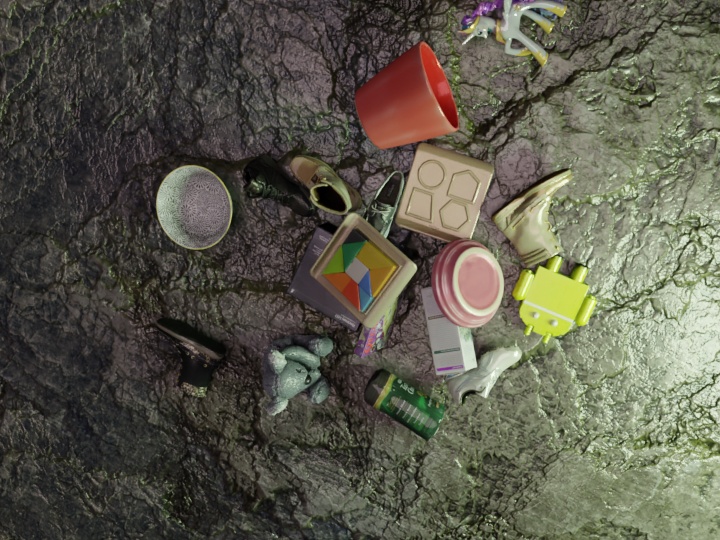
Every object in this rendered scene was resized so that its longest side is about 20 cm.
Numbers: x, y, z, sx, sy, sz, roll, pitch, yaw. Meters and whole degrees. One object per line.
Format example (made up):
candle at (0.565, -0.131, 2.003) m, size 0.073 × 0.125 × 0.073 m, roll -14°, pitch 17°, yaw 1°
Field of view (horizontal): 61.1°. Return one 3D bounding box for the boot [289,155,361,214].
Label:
boot at (-0.095, -0.199, 1.409) m, size 0.199 × 0.155 × 0.072 m, roll 36°, pitch 106°, yaw 3°

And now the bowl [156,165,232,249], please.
bowl at (-0.393, -0.159, 1.513) m, size 0.198 × 0.094 × 0.203 m, roll 2°, pitch 101°, yaw 12°

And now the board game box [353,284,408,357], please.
board game box at (0.053, 0.102, 1.446) m, size 0.032 × 0.120 × 0.202 m, roll 30°, pitch 112°, yaw 29°

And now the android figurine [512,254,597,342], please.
android figurine at (0.442, 0.067, 1.406) m, size 0.181 × 0.041 × 0.202 m, roll 24°, pitch 103°, yaw 7°

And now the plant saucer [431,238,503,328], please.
plant saucer at (0.250, 0.027, 1.368) m, size 0.051 × 0.199 × 0.202 m, roll -11°, pitch 102°, yaw 58°

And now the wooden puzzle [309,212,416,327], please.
wooden puzzle at (0.000, 0.000, 1.363) m, size 0.200 × 0.037 × 0.186 m, roll 40°, pitch 108°, yaw 13°

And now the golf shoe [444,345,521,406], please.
golf shoe at (0.298, 0.251, 1.434) m, size 0.199 × 0.098 × 0.078 m, roll -33°, pitch 137°, yaw 21°

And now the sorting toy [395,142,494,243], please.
sorting toy at (0.193, -0.175, 1.418) m, size 0.183 × 0.036 × 0.202 m, roll 19°, pitch 100°, yaw 8°

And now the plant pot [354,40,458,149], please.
plant pot at (0.096, -0.363, 1.328) m, size 0.176 × 0.200 × 0.202 m, roll -20°, pitch 96°, yaw 24°

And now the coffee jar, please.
coffee jar at (0.105, 0.323, 1.494) m, size 0.199 × 0.104 × 0.086 m, roll 30°, pitch 103°, yaw 4°

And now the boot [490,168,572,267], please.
boot at (0.412, -0.116, 1.358) m, size 0.199 × 0.073 × 0.156 m, roll -36°, pitch 91°, yaw 18°

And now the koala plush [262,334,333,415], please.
koala plush at (-0.179, 0.255, 1.492) m, size 0.182 × 0.200 × 0.179 m, roll 6°, pitch 102°, yaw 11°

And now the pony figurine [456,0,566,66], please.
pony figurine at (0.317, -0.544, 1.270) m, size 0.198 × 0.167 × 0.195 m, roll 16°, pitch 112°, yaw -7°

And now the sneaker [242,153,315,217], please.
sneaker at (-0.203, -0.184, 1.451) m, size 0.199 × 0.114 × 0.076 m, roll 43°, pitch 134°, yaw 1°

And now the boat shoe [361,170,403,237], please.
boat shoe at (0.044, -0.141, 1.394) m, size 0.071 × 0.071 × 0.202 m, roll 19°, pitch 77°, yaw 5°

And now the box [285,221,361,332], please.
box at (-0.046, 0.013, 1.466) m, size 0.199 × 0.104 × 0.183 m, roll 29°, pitch 104°, yaw 5°

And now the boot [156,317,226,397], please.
boot at (-0.470, 0.231, 1.617) m, size 0.202 × 0.073 × 0.155 m, roll 27°, pitch 107°, yaw 6°

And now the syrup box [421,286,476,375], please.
syrup box at (0.205, 0.135, 1.416) m, size 0.081 × 0.079 × 0.202 m, roll -12°, pitch 83°, yaw 29°
